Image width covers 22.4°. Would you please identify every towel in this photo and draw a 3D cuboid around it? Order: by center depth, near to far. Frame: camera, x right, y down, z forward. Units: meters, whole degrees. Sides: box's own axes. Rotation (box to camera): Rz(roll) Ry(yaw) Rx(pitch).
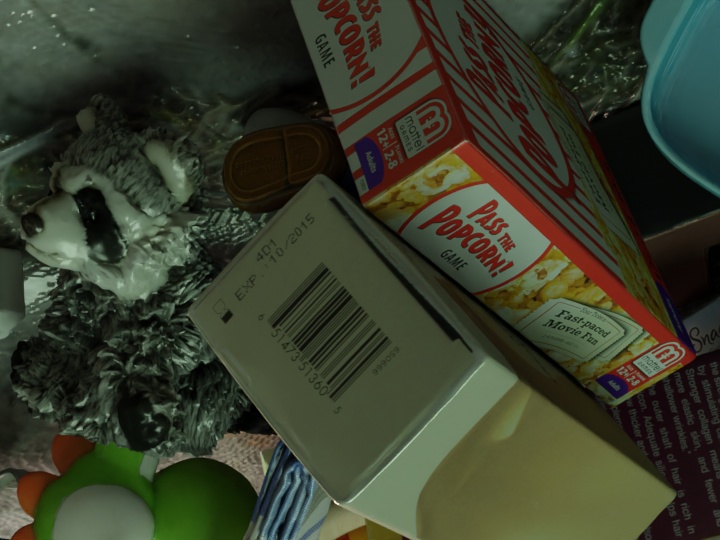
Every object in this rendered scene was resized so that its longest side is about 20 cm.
[{"bbox_3d":[-0.038,0.140,0.820,0.024,0.147,0.200,23,110,8],"label":"towel"}]

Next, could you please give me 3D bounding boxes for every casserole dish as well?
[{"bbox_3d":[0.207,-0.062,0.776,0.200,0.121,0.039,30,169,-1],"label":"casserole dish"}]

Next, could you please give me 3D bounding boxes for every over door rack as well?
[{"bbox_3d":[-0.144,0.081,0.875,0.147,0.067,0.200,9,136,-34],"label":"over door rack"}]

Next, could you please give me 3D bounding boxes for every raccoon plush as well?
[{"bbox_3d":[-0.074,-0.001,0.786,0.200,0.097,0.134,-3,109,-64],"label":"raccoon plush"}]

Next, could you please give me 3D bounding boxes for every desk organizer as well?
[{"bbox_3d":[0.181,-0.044,0.858,0.200,0.072,0.077,-21,146,2],"label":"desk organizer"}]

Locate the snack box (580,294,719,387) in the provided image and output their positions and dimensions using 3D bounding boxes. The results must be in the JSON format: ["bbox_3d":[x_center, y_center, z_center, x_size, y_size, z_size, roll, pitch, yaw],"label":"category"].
[{"bbox_3d":[0.203,0.030,0.902,0.142,0.053,0.200,-22,169,-45],"label":"snack box"}]

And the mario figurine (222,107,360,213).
[{"bbox_3d":[0.000,0.000,0.788,0.106,0.124,0.200,9,176,24],"label":"mario figurine"}]

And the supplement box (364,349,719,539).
[{"bbox_3d":[0.111,0.130,0.806,0.199,0.131,0.103,-16,144,10],"label":"supplement box"}]

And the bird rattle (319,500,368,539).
[{"bbox_3d":[0.026,0.152,0.971,0.200,0.113,0.163,-29,132,35],"label":"bird rattle"}]

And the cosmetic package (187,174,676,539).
[{"bbox_3d":[0.034,0.052,0.679,0.071,0.105,0.200,-46,148,6],"label":"cosmetic package"}]

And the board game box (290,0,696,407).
[{"bbox_3d":[0.050,-0.049,0.722,0.046,0.152,0.200,-32,142,17],"label":"board game box"}]

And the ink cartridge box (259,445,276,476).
[{"bbox_3d":[-0.041,0.154,1.026,0.199,0.048,0.146,-17,144,-7],"label":"ink cartridge box"}]

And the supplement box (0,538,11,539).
[{"bbox_3d":[-0.276,0.198,0.854,0.200,0.135,0.200,15,156,-37],"label":"supplement box"}]

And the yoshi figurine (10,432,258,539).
[{"bbox_3d":[-0.098,0.159,0.801,0.112,0.201,0.112,-4,156,42],"label":"yoshi figurine"}]
